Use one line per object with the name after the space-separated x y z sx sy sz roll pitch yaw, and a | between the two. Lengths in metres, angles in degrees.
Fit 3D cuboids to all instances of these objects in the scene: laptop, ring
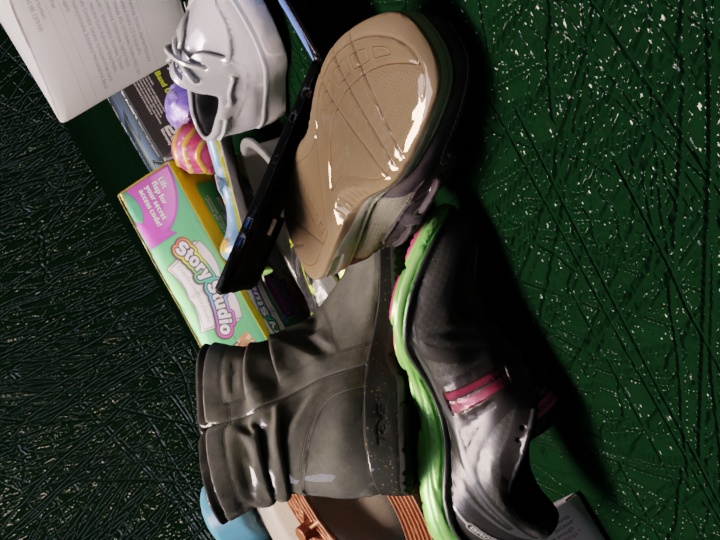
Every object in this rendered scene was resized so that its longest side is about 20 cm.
-0.071 -0.099 0.946 0.103 0.201 0.177 23 -179 1 | laptop
-0.012 0.161 1.180 0.200 0.019 0.201 40 148 32 | ring

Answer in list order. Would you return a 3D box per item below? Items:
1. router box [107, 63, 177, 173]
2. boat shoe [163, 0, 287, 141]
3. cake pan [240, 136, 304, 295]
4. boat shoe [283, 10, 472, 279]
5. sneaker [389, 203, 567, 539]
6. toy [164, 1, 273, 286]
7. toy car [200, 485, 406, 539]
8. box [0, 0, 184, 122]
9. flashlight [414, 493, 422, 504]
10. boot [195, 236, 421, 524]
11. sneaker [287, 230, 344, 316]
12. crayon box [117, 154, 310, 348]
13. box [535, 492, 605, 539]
-0.195 -0.167 1.571 0.201 0.062 0.150 58 168 13 | router box
-0.094 -0.142 1.126 0.072 0.068 0.200 58 170 11 | boat shoe
-0.021 -0.012 1.216 0.201 0.037 0.200 58 169 17 | cake pan
0.015 -0.062 0.831 0.072 0.064 0.200 62 152 20 | boat shoe
0.068 0.056 0.914 0.077 0.083 0.202 -52 -45 -59 | sneaker
-0.115 -0.086 1.285 0.115 0.047 0.201 82 170 -83 | toy
0.007 0.178 1.362 0.178 0.184 0.200 60 -162 1 | toy car
-0.243 -0.263 1.351 0.200 0.130 0.200 56 170 22 | box
0.011 0.119 1.182 0.199 0.068 0.068 15 142 48 | flashlight
-0.033 0.040 0.971 0.068 0.130 0.201 60 -153 -59 | boot
0.000 0.000 1.074 0.075 0.076 0.202 154 105 -82 | sneaker
-0.095 0.008 1.383 0.201 0.058 0.172 60 -163 3 | crayon box
0.082 0.257 0.991 0.177 0.199 0.097 57 170 12 | box
